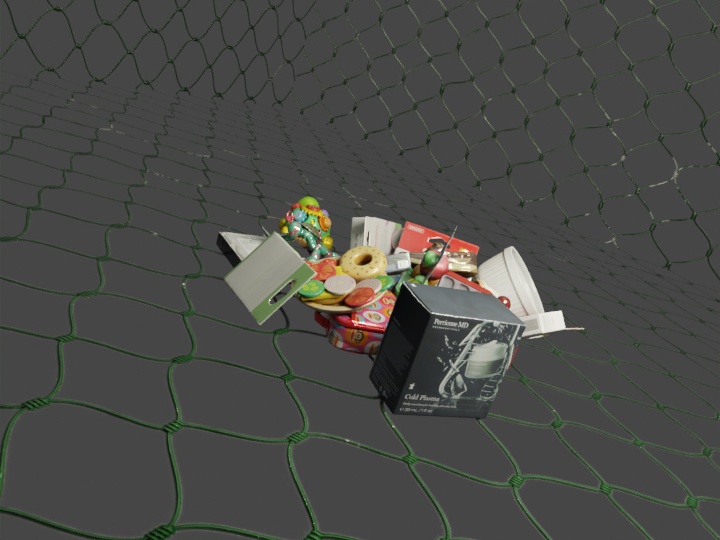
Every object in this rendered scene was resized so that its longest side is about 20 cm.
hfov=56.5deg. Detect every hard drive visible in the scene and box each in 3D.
[{"bbox_3d":[-0.236,-0.031,1.540,0.139,0.038,0.200,7,21,-32],"label":"hard drive"}]

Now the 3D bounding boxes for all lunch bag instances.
[{"bbox_3d":[-0.007,0.094,1.348,0.175,0.082,0.200,9,21,-12],"label":"lunch bag"}]

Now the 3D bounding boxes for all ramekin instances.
[{"bbox_3d":[0.363,0.053,1.635,0.200,0.105,0.201,51,24,-33],"label":"ramekin"}]

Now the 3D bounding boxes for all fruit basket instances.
[{"bbox_3d":[0.139,0.006,1.462,0.093,0.201,0.185,28,28,5],"label":"fruit basket"}]

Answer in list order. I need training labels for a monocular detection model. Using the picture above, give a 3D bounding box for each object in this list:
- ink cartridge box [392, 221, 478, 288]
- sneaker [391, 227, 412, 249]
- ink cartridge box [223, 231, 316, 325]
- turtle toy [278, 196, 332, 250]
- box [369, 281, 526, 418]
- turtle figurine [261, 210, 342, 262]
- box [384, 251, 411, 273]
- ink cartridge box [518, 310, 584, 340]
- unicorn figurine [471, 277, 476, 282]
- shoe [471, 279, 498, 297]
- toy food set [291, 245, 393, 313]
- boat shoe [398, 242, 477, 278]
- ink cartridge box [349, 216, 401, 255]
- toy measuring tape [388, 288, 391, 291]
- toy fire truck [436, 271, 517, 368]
[{"bbox_3d":[0.179,-0.015,1.656,0.199,0.177,0.045,19,-12,3],"label":"ink cartridge box"},{"bbox_3d":[0.162,-0.027,1.750,0.201,0.079,0.095,57,14,3],"label":"sneaker"},{"bbox_3d":[-0.169,0.021,1.298,0.200,0.145,0.048,41,-8,48],"label":"ink cartridge box"},{"bbox_3d":[-0.143,-0.135,1.816,0.145,0.102,0.200,13,19,-15],"label":"turtle toy"},{"bbox_3d":[0.147,0.141,1.167,0.199,0.198,0.124,8,21,-26],"label":"box"},{"bbox_3d":[-0.127,-0.058,1.554,0.150,0.101,0.200,41,4,42],"label":"turtle figurine"},{"bbox_3d":[0.000,0.000,1.474,0.199,0.038,0.137,-9,-4,-9],"label":"box"},{"bbox_3d":[0.353,0.128,1.456,0.176,0.045,0.199,0,-13,-45],"label":"ink cartridge box"},{"bbox_3d":[0.250,0.006,1.858,0.199,0.074,0.137,26,5,-25],"label":"unicorn figurine"},{"bbox_3d":[0.228,0.059,1.479,0.053,0.070,0.200,8,-9,-24],"label":"shoe"},{"bbox_3d":[-0.037,0.019,1.314,0.199,0.049,0.198,-4,32,-4],"label":"toy food set"},{"bbox_3d":[0.182,-0.031,1.596,0.199,0.072,0.072,6,-17,-4],"label":"boat shoe"},{"bbox_3d":[0.030,-0.073,1.709,0.067,0.118,0.200,3,-2,29],"label":"ink cartridge box"},{"bbox_3d":[0.033,0.039,1.563,0.073,0.074,0.200,-1,37,-44],"label":"toy measuring tape"},{"bbox_3d":[0.228,0.112,1.365,0.199,0.169,0.112,27,21,25],"label":"toy fire truck"}]
